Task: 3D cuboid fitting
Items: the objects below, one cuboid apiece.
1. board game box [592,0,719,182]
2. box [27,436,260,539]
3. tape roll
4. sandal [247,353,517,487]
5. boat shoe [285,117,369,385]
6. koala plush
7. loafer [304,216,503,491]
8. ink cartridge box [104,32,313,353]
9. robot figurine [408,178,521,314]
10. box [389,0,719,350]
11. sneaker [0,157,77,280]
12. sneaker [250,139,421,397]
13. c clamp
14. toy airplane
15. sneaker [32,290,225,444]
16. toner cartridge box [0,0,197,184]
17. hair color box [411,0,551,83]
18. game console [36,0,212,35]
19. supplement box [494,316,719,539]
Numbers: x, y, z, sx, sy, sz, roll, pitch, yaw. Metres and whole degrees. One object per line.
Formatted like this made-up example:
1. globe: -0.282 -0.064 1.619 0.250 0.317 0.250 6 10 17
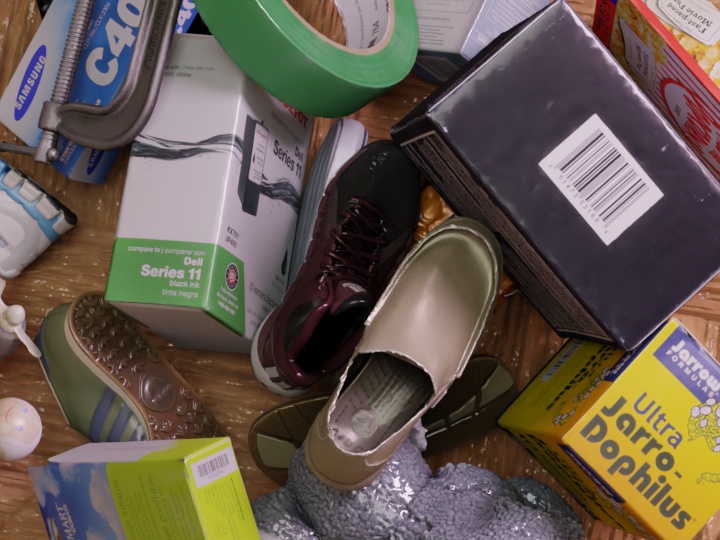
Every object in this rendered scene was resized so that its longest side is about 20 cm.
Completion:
1. board game box: 0.249 -0.131 1.405 0.046 0.152 0.200 -38 77 -5
2. box: -0.146 0.181 1.351 0.048 0.200 0.122 -22 99 -39
3. tape roll: -0.043 -0.206 1.387 0.048 0.200 0.201 -32 74 33
4. sandal: 0.015 0.107 1.417 0.199 0.054 0.081 -17 108 -12
5. boat shoe: -0.016 -0.011 1.449 0.062 0.072 0.201 13 84 -14
6. koala plush: 0.033 0.172 1.331 0.200 0.184 0.177 39 82 8
7. loafer: 0.034 0.054 1.269 0.076 0.068 0.200 30 81 -2
8. ink cartridge box: -0.105 -0.053 1.408 0.083 0.147 0.201 4 76 19
9. robot figurine: 0.124 -0.067 1.447 0.200 0.058 0.145 -44 78 -5
10. box: 0.135 -0.062 1.307 0.123 0.198 0.200 -41 95 -5
11. sneaker: -0.315 -0.069 1.477 0.200 0.075 0.087 39 89 12
12. sneaker: 0.000 0.000 1.357 0.076 0.115 0.200 27 82 -14
13. c clamp: -0.191 -0.165 1.399 0.171 0.027 0.201 21 93 47
14. toy airplane: -0.294 0.109 1.378 0.141 0.199 0.201 14 96 1
15. sneaker: -0.168 0.107 1.429 0.067 0.090 0.200 -42 105 -38
16. toner cartridge box: -0.187 -0.174 1.455 0.095 0.043 0.200 38 106 28
17. hair color box: 0.103 -0.238 1.461 0.099 0.061 0.200 13 75 52
18. game console: -0.164 -0.237 1.481 0.116 0.176 0.201 -10 75 -30
19. supplement box: 0.183 0.105 1.320 0.109 0.200 0.110 44 83 -5
